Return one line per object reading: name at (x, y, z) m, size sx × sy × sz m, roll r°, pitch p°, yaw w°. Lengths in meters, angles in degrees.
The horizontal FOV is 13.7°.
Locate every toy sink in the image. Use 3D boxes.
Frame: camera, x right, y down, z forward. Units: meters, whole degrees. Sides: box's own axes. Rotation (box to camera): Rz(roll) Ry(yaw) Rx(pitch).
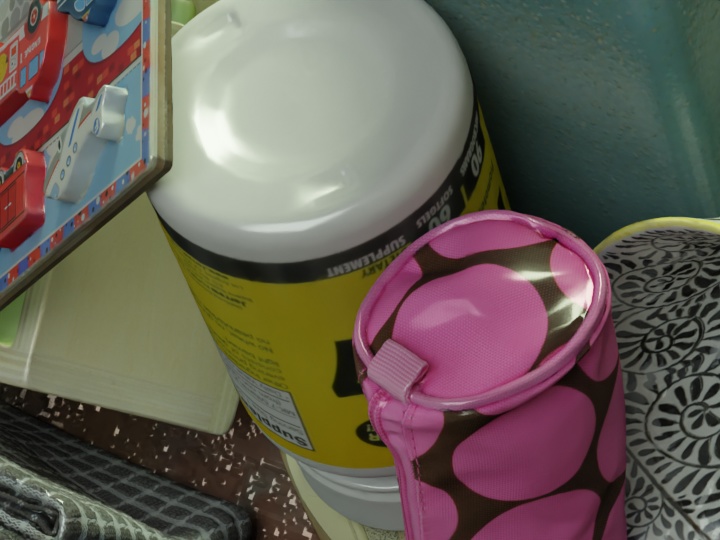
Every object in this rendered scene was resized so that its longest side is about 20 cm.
toy sink at (-0.106, -0.051, 1.158) m, size 0.130 × 0.112 × 0.201 m, roll 11°, pitch 85°, yaw 48°

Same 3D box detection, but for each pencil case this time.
pencil case at (0.043, 0.076, 0.986) m, size 0.093 × 0.201 × 0.091 m, roll -26°, pitch 47°, yaw -16°

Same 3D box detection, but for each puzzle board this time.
puzzle board at (-0.115, -0.071, 1.039) m, size 0.200 × 0.017 × 0.152 m, roll -34°, pitch 53°, yaw 54°

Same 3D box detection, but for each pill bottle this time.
pill bottle at (0.000, 0.000, 1.041) m, size 0.114 × 0.200 × 0.115 m, roll -7°, pitch 54°, yaw 10°

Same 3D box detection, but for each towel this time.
towel at (-0.153, 0.090, 1.150) m, size 0.199 × 0.166 × 0.086 m, roll 23°, pitch 87°, yaw 24°

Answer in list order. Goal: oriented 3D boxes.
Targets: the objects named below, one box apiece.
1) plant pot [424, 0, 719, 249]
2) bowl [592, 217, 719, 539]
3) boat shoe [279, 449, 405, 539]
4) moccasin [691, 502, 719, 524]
plant pot at (0.074, -0.140, 1.046) m, size 0.196 × 0.200 × 0.196 m, roll 20°, pitch 69°, yaw 24°
bowl at (0.166, 0.053, 0.981) m, size 0.094 × 0.201 × 0.201 m, roll -31°, pitch 64°, yaw -30°
boat shoe at (0.039, 0.125, 1.118) m, size 0.065 × 0.072 × 0.201 m, roll -34°, pitch 64°, yaw 13°
moccasin at (0.116, 0.089, 1.092) m, size 0.080 × 0.068 × 0.201 m, roll -1°, pitch 81°, yaw 22°
